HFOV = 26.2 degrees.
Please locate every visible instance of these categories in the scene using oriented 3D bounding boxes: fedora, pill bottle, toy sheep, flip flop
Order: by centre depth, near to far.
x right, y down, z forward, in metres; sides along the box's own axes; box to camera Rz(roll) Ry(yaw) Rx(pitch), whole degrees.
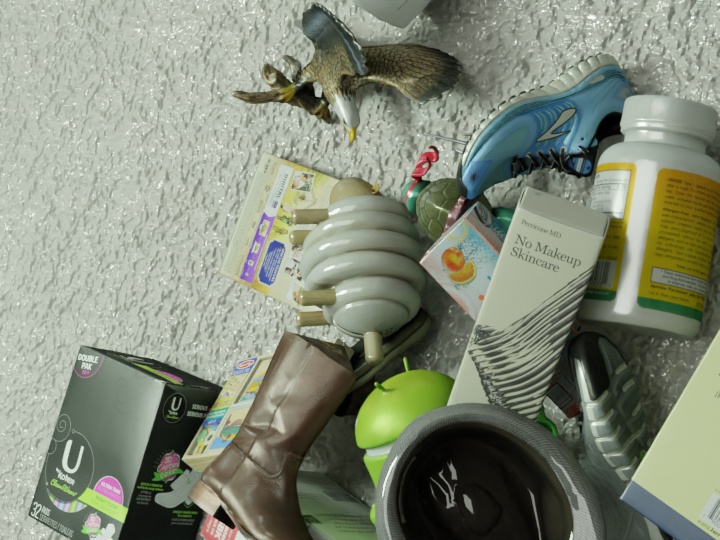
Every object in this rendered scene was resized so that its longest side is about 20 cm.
[{"bbox_3d":[0.107,0.209,1.298,0.200,0.090,0.177,41,86,12],"label":"fedora"},{"bbox_3d":[0.257,-0.047,1.358,0.112,0.112,0.201,6,84,39],"label":"pill bottle"},{"bbox_3d":[0.000,0.000,1.510,0.137,0.138,0.201,-20,64,33],"label":"toy sheep"},{"bbox_3d":[-0.003,0.111,1.563,0.200,0.058,0.081,-37,23,10],"label":"flip flop"}]

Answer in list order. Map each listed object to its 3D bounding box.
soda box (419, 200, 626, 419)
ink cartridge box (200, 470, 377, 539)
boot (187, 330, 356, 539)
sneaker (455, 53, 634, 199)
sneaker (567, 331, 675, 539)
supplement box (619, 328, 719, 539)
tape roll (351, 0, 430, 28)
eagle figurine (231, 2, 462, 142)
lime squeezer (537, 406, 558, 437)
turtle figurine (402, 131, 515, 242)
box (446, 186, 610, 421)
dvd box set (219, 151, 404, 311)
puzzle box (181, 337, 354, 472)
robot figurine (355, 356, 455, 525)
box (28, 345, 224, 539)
[{"bbox_3d":[0.148,0.035,1.394,0.200,0.068,0.064,47,112,-1],"label":"soda box"},{"bbox_3d":[-0.033,0.272,1.493,0.200,0.146,0.083,30,99,39],"label":"ink cartridge box"},{"bbox_3d":[-0.046,0.164,1.415,0.186,0.064,0.201,28,79,30],"label":"boot"},{"bbox_3d":[0.176,-0.120,1.420,0.199,0.078,0.090,-31,72,-12],"label":"sneaker"},{"bbox_3d":[0.196,0.157,1.350,0.115,0.075,0.201,-19,97,40],"label":"sneaker"},{"bbox_3d":[0.352,0.149,1.211,0.200,0.134,0.201,35,102,30],"label":"supplement box"},{"bbox_3d":[0.001,-0.343,1.570,0.071,0.202,0.203,-43,57,21],"label":"tape roll"},{"bbox_3d":[-0.009,-0.208,1.589,0.200,0.152,0.151,-27,100,48],"label":"eagle figurine"},{"bbox_3d":[0.157,0.137,1.423,0.071,0.037,0.201,114,148,-68],"label":"lime squeezer"},{"bbox_3d":[0.108,-0.046,1.486,0.199,0.100,0.150,33,114,27],"label":"turtle figurine"},{"bbox_3d":[0.142,0.038,1.320,0.082,0.068,0.201,19,112,6],"label":"box"},{"bbox_3d":[-0.055,-0.033,1.652,0.199,0.029,0.147,22,93,40],"label":"dvd box set"},{"bbox_3d":[-0.097,0.138,1.574,0.200,0.025,0.133,-17,37,54],"label":"puzzle box"},{"bbox_3d":[0.069,0.182,1.429,0.115,0.175,0.201,-23,94,24],"label":"robot figurine"},{"bbox_3d":[-0.249,0.202,1.693,0.148,0.124,0.201,19,91,38],"label":"box"}]
